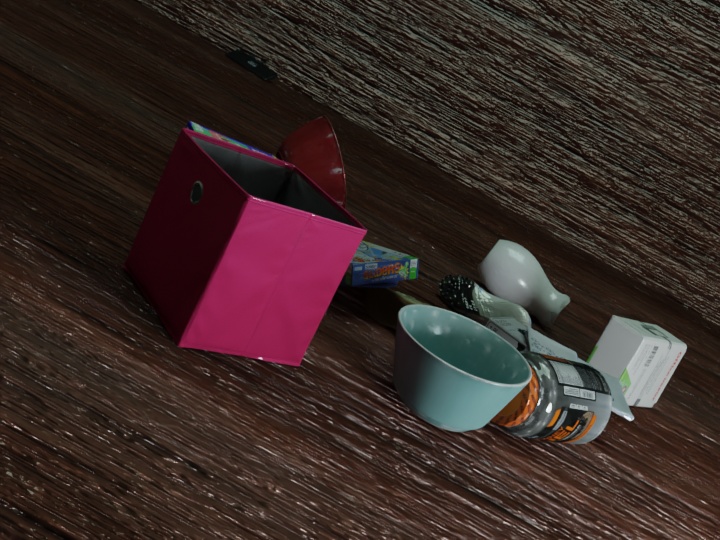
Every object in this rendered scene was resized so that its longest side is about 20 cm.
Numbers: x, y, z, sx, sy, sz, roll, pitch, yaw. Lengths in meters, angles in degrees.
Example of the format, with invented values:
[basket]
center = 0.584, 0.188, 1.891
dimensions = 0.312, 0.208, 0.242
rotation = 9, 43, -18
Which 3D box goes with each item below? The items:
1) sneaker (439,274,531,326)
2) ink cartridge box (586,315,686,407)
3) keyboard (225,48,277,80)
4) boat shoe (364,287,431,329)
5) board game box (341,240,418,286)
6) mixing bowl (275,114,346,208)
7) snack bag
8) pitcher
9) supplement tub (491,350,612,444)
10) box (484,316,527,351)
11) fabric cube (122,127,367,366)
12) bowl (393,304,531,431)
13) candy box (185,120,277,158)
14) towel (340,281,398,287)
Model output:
[sneaker]
center = 0.237, 0.074, 1.886
dimensions = 0.198, 0.072, 0.073
rotation = 28, -21, 21
[ink cartridge box]
center = 0.526, 0.178, 1.887
dimensions = 0.198, 0.148, 0.084
rotation = 12, 20, -48
[keyboard]
center = -0.372, -0.704, 3.396
dimensions = 0.199, 0.040, 0.104
rotation = 36, 40, 21
[boat shoe]
center = 0.096, 0.082, 1.559
dimensions = 0.199, 0.074, 0.062
rotation = 36, 20, 29
[board game box]
center = -0.019, -0.018, 1.575
dimensions = 0.133, 0.035, 0.198
rotation = -6, 16, -37
[mixing bowl]
center = -0.106, -0.200, 1.956
dimensions = 0.106, 0.204, 0.201
rotation = -13, 29, -14
[snack bag]
center = 0.363, 0.169, 1.628
dimensions = 0.197, 0.022, 0.189
rotation = 30, 15, 0
[pitcher]
center = 0.355, 0.031, 2.159
dimensions = 0.199, 0.122, 0.172
rotation = 40, -5, 5
[supplement tub]
center = 0.270, 0.187, 1.436
dimensions = 0.198, 0.124, 0.122
rotation = 15, 20, -41
[box]
center = 0.307, 0.161, 1.711
dimensions = 0.199, 0.061, 0.116
rotation = 37, 17, 28
[fabric cube]
center = -0.149, -0.028, 1.224
dimensions = 0.198, 0.202, 0.196
rotation = 14, 21, -43
[bowl]
center = 0.122, 0.142, 1.326
dimensions = 0.197, 0.107, 0.201
rotation = 21, 20, -8
[candy box]
center = -0.234, -0.189, 1.839
dimensions = 0.197, 0.078, 0.169
rotation = 22, 16, -29
[towel]
center = 0.000, 0.000, 1.638
dimensions = 0.143, 0.024, 0.200
rotation = 4, 12, 5
